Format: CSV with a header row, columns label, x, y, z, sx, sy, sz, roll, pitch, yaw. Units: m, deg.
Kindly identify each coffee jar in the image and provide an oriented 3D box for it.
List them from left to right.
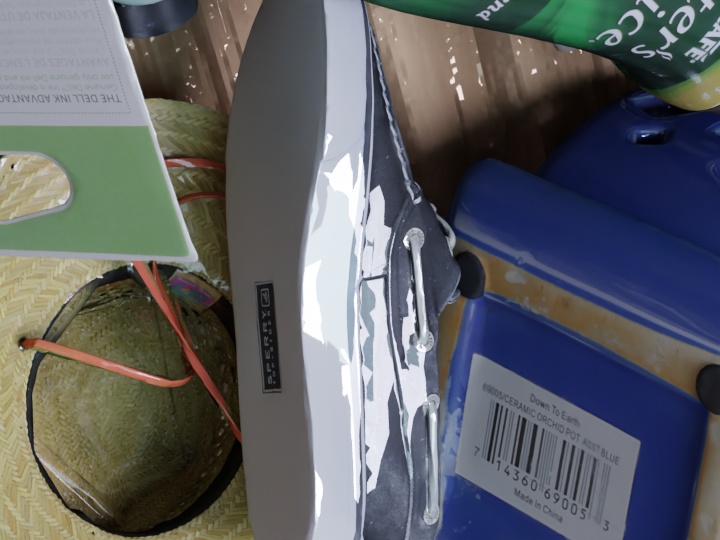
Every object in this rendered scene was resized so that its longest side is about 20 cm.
label,x,y,z,sx,sy,sz,roll,pitch,yaw
coffee jar,0.081,-0.118,0.792,0.199,0.085,0.105,13,116,-40

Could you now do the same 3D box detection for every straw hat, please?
label,x,y,z,sx,sy,sz,roll,pitch,yaw
straw hat,-0.081,0.048,0.847,0.199,0.085,0.203,6,76,-23

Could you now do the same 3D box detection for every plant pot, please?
label,x,y,z,sx,sy,sz,roll,pitch,yaw
plant pot,0.127,0.056,0.856,0.179,0.199,0.202,-13,120,-42

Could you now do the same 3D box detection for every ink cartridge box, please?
label,x,y,z,sx,sy,sz,roll,pitch,yaw
ink cartridge box,-0.127,-0.099,0.730,0.048,0.144,0.201,-55,138,-44

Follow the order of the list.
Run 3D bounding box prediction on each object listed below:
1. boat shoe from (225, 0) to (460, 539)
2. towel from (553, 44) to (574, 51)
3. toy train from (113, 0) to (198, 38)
label,x,y,z,sx,sy,sz,roll,pitch,yaw
boat shoe,0.000,0.000,0.800,0.067,0.072,0.202,-2,89,-29
towel,0.104,-0.190,0.854,0.200,0.034,0.132,-45,123,3
toy train,-0.065,-0.174,0.757,0.113,0.085,0.201,-27,124,-21
